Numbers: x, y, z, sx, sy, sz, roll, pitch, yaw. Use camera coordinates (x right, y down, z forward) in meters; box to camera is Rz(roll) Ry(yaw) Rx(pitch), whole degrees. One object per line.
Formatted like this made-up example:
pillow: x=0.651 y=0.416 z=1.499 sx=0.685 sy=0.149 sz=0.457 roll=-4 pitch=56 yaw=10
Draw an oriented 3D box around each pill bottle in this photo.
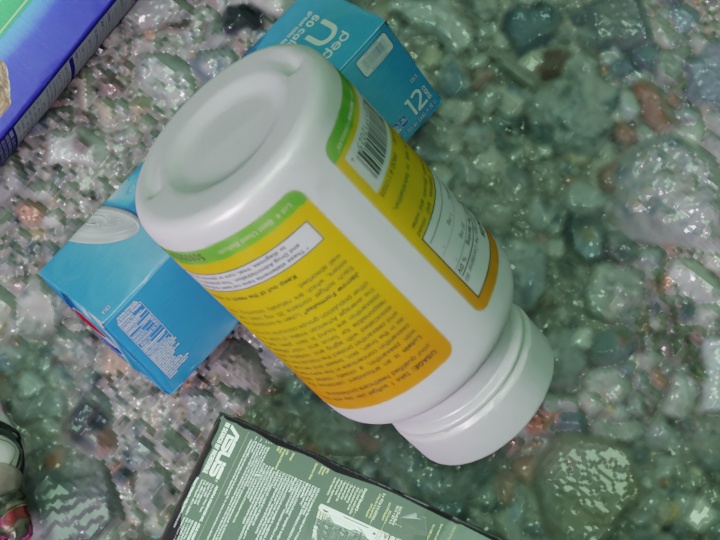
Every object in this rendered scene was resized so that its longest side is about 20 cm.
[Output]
pill bottle: x=0.000 y=0.000 z=1.094 sx=0.111 sy=0.111 sz=0.200 roll=-50 pitch=122 yaw=-9

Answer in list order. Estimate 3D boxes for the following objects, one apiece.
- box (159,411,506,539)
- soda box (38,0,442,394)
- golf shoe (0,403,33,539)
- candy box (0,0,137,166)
box: x=-0.036 y=0.188 z=1.122 sx=0.157 sy=0.050 sz=0.200 roll=23 pitch=78 yaw=7
soda box: x=-0.058 y=-0.041 z=1.161 sx=0.200 sy=0.064 sz=0.068 roll=-47 pitch=41 yaw=-9
golf shoe: x=-0.260 y=0.104 z=1.143 sx=0.199 sy=0.073 sz=0.092 roll=-9 pitch=81 yaw=-7
candy box: x=-0.216 y=-0.144 z=1.184 sx=0.169 sy=0.077 sz=0.200 roll=38 pitch=80 yaw=-3
